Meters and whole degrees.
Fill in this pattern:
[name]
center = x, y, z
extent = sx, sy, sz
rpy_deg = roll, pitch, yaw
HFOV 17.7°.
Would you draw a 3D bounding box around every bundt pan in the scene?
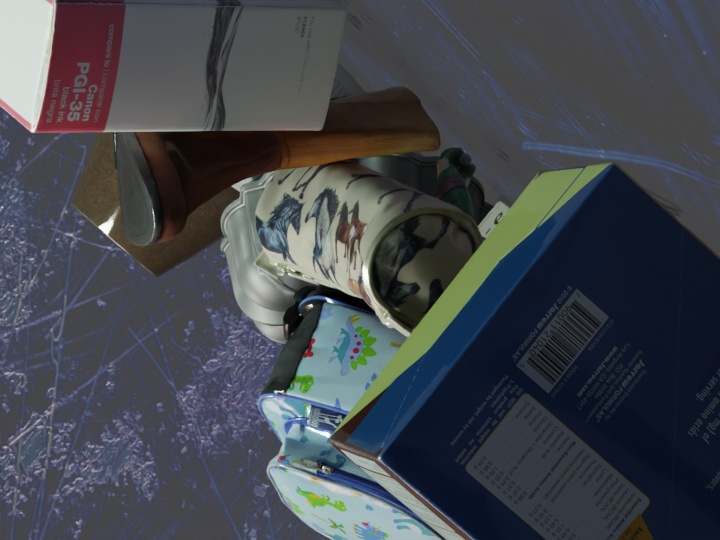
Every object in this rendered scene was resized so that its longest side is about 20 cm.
[bundt pan]
center = 0.000, 0.000, 1.641
extent = 0.202, 0.201, 0.076
rpy_deg = 44, -146, -50

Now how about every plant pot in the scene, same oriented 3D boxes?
[plant pot]
center = -0.138, -0.101, 1.885
extent = 0.187, 0.200, 0.187
rpy_deg = 40, 177, 3

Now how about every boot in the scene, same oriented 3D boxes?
[boot]
center = -0.050, -0.066, 1.418
extent = 0.198, 0.069, 0.188
rpy_deg = -2, -166, -7

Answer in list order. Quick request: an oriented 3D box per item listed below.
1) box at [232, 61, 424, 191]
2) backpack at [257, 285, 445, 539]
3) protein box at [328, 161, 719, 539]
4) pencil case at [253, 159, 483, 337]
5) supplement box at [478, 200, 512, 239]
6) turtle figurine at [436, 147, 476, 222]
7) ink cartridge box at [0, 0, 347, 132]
[box]
center = -0.071, -0.119, 1.685
extent = 0.152, 0.107, 0.200
rpy_deg = 37, 175, 40
[backpack]
center = 0.041, 0.121, 1.566
extent = 0.199, 0.148, 0.183
rpy_deg = 12, 158, 17
[protein box]
center = 0.129, 0.082, 1.244
extent = 0.200, 0.199, 0.135
rpy_deg = 40, 173, -10
[pencil case]
center = 0.003, -0.016, 1.430
extent = 0.077, 0.090, 0.200
rpy_deg = 23, -179, -27
[supplement box]
center = 0.162, 0.048, 1.558
extent = 0.200, 0.074, 0.126
rpy_deg = 36, 174, 42
[turtle figurine]
center = 0.100, -0.002, 1.452
extent = 0.149, 0.101, 0.200
rpy_deg = 35, 170, -13
[ink cartridge box]
center = -0.129, -0.142, 1.367
extent = 0.199, 0.083, 0.146
rpy_deg = -2, -156, -35
